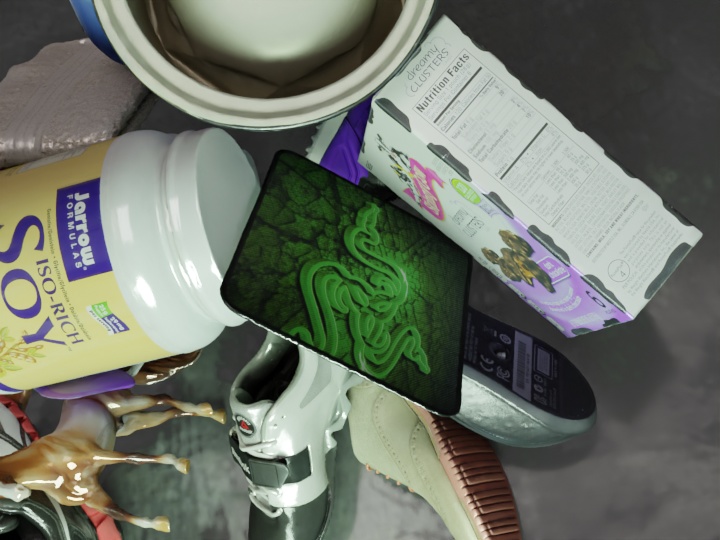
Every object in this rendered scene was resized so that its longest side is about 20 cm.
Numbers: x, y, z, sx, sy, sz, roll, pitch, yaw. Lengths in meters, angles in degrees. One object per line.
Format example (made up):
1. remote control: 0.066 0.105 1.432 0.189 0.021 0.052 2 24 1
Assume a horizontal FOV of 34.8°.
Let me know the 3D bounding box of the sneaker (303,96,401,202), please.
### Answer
1. sneaker: 0.019 -0.086 0.853 0.099 0.070 0.201 16 76 14

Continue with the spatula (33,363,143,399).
1. spatula: -0.136 0.050 0.824 0.199 0.021 0.056 -27 23 -25

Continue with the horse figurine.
1. horse figurine: -0.172 0.113 0.797 0.132 0.050 0.200 7 29 8

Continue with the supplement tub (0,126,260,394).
1. supplement tub: -0.169 -0.008 0.745 0.199 0.145 0.146 -14 69 15

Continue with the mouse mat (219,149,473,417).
1. mouse mat: 0.000 0.000 0.739 0.160 0.008 0.200 27 33 -9

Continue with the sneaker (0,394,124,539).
1. sneaker: -0.255 0.148 0.795 0.200 0.098 0.071 45 108 8

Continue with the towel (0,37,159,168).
1. towel: -0.217 -0.136 0.886 0.132 0.035 0.200 -4 32 12

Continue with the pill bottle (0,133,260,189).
1. pill bottle: -0.180 -0.049 0.867 0.199 0.104 0.105 -2 71 13

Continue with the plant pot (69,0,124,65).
1. plant pot: -0.107 -0.239 0.797 0.178 0.200 0.201 3 86 -6

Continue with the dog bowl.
1. dog bowl: -0.051 -0.175 0.664 0.199 0.074 0.202 0 89 2

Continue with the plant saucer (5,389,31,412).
1. plant saucer: -0.333 0.055 0.865 0.199 0.037 0.202 2 101 12

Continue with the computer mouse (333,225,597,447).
1. computer mouse: 0.065 0.059 0.773 0.199 0.139 0.053 31 121 -4

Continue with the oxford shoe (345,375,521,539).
1. oxford shoe: 0.041 0.124 0.786 0.074 0.071 0.201 -40 61 20

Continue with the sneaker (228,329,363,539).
1. sneaker: -0.059 0.113 0.771 0.074 0.088 0.201 15 94 44

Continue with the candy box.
1. candy box: 0.097 -0.051 0.740 0.200 0.168 0.072 40 83 3
